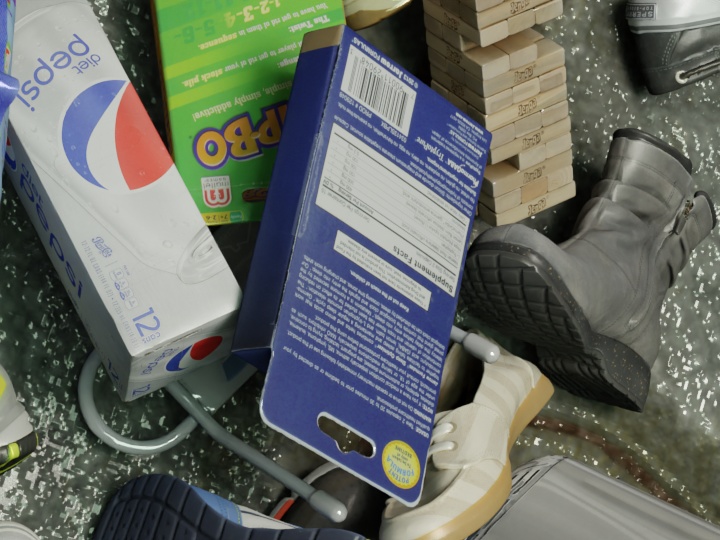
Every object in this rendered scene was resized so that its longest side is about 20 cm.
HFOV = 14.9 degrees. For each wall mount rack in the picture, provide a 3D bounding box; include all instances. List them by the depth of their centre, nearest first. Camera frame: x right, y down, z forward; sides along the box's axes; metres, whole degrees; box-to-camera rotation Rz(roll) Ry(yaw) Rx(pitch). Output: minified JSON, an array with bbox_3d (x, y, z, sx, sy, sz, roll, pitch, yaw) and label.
[{"bbox_3d":[-0.038,0.029,1.377,0.174,0.075,0.200,45,70,2],"label":"wall mount rack"}]

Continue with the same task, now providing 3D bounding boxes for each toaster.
[{"bbox_3d":[0.096,0.187,1.370,0.200,0.129,0.114,-44,149,-29],"label":"toaster"}]

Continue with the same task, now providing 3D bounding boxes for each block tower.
[{"bbox_3d":[0.069,-0.123,1.416,0.058,0.054,0.201,-24,128,-25],"label":"block tower"}]

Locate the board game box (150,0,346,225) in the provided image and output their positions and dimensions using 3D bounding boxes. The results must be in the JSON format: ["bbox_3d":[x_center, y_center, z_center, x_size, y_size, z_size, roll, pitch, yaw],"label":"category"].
[{"bbox_3d":[-0.055,-0.116,1.375,0.095,0.030,0.201,-5,69,-9],"label":"board game box"}]

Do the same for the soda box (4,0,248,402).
[{"bbox_3d":[-0.127,-0.044,1.316,0.063,0.068,0.201,-24,74,-16],"label":"soda box"}]

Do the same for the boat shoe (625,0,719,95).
[{"bbox_3d":[0.239,-0.139,1.541,0.199,0.069,0.057,-10,99,-20],"label":"boat shoe"}]

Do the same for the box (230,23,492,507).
[{"bbox_3d":[0.000,0.000,1.308,0.121,0.032,0.201,33,59,-41],"label":"box"}]

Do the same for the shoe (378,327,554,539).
[{"bbox_3d":[0.045,0.088,1.392,0.054,0.070,0.200,56,26,-9],"label":"shoe"}]

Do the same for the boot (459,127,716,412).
[{"bbox_3d":[0.120,-0.019,1.439,0.132,0.069,0.200,-68,153,-13],"label":"boot"}]

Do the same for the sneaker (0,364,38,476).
[{"bbox_3d":[-0.254,0.085,1.298,0.199,0.075,0.077,-17,79,-31],"label":"sneaker"}]

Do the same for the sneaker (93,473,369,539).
[{"bbox_3d":[-0.048,0.152,1.327,0.082,0.199,0.074,29,78,-49],"label":"sneaker"}]

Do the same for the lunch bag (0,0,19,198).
[{"bbox_3d":[-0.191,-0.038,1.215,0.094,0.200,0.152,15,62,-24],"label":"lunch bag"}]

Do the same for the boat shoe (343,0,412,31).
[{"bbox_3d":[0.054,-0.205,1.450,0.200,0.073,0.065,-42,109,-21],"label":"boat shoe"}]

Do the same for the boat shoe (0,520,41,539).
[{"bbox_3d":[-0.197,0.214,1.309,0.072,0.068,0.201,34,74,-19],"label":"boat shoe"}]

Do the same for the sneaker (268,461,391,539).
[{"bbox_3d":[-0.025,0.188,1.383,0.077,0.082,0.201,32,75,-20],"label":"sneaker"}]
